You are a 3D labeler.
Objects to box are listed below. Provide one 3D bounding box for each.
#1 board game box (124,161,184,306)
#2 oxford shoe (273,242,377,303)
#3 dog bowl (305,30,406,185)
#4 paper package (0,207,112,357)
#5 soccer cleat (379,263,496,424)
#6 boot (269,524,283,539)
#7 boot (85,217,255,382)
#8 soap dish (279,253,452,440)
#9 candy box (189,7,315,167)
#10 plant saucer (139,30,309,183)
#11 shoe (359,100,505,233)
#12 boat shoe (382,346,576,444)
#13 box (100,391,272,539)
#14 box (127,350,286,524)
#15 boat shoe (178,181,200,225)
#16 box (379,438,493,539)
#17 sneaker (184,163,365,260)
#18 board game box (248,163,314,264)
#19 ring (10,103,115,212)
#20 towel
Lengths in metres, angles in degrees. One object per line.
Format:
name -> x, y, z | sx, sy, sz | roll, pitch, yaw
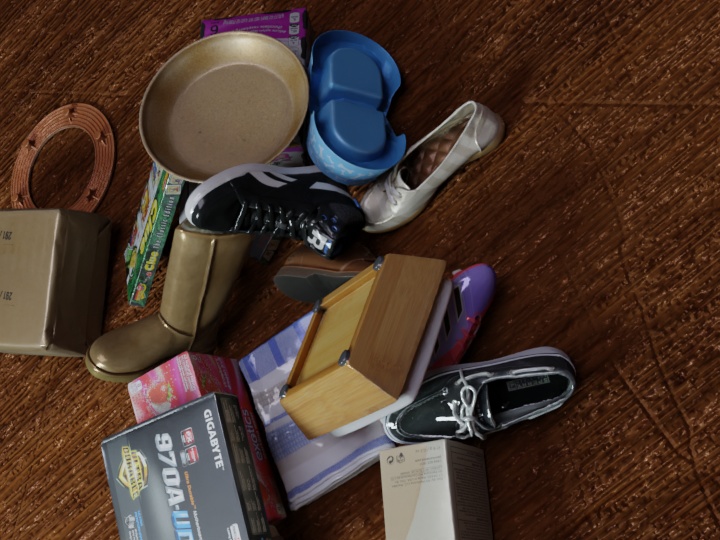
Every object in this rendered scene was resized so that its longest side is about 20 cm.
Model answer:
board game box -> -0.251, -0.066, 1.347 | 0.105, 0.023, 0.201 | -113, 39, -49
oxford shoe -> 0.000, 0.000, 1.228 | 0.199, 0.071, 0.071 | 10, 57, 29
dog bowl -> -0.011, -0.181, 1.255 | 0.050, 0.111, 0.201 | 128, 146, -49
paper package -> -0.437, 0.015, 1.460 | 0.199, 0.103, 0.192 | -1, 80, 32
soccer cleat -> 0.084, 0.084, 1.144 | 0.200, 0.067, 0.077 | -52, 45, 13
boot -> -0.080, 0.339, 1.169 | 0.200, 0.070, 0.147 | -30, 59, 20
boot -> -0.215, 0.024, 1.246 | 0.066, 0.175, 0.200 | 48, 134, 29
soap dish -> 0.001, 0.077, 1.120 | 0.200, 0.081, 0.158 | -34, 30, 57
candy box -> -0.125, -0.210, 1.320 | 0.136, 0.061, 0.201 | -5, 64, 9
plant saucer -> -0.150, -0.179, 1.255 | 0.199, 0.035, 0.201 | -5, 64, 11
shoe -> 0.067, -0.116, 1.226 | 0.200, 0.053, 0.070 | -39, 59, 16
boat shoe -> 0.115, 0.132, 1.082 | 0.198, 0.068, 0.074 | -13, 102, 9
box -> -0.179, 0.247, 1.149 | 0.159, 0.046, 0.201 | -24, 70, 23
box -> -0.172, 0.201, 1.239 | 0.095, 0.100, 0.201 | -29, 67, 22
boat shoe -> -0.172, -0.091, 1.335 | 0.070, 0.071, 0.201 | -23, 58, 28
box -> 0.079, 0.273, 1.076 | 0.077, 0.095, 0.201 | -14, 67, 27
sneaker -> -0.078, -0.057, 1.184 | 0.112, 0.199, 0.073 | 50, 136, 32
board game box -> -0.103, -0.117, 1.351 | 0.105, 0.023, 0.201 | 32, 94, 37
ring -> -0.424, -0.143, 1.560 | 0.200, 0.019, 0.201 | -11, 69, 29
towel -> -0.053, 0.148, 1.238 | 0.147, 0.024, 0.201 | -33, 60, 18
